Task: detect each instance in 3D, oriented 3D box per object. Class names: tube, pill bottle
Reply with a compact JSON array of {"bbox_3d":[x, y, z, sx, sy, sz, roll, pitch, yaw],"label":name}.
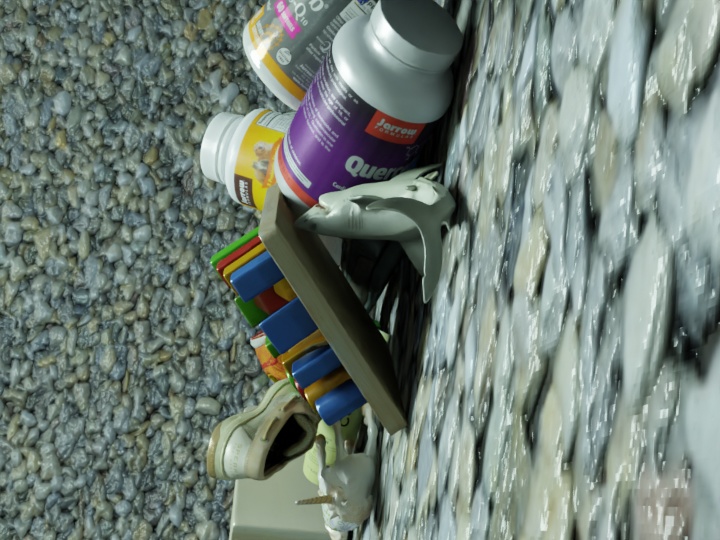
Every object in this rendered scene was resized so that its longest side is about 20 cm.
[{"bbox_3d":[-0.022,0.138,1.033,0.052,0.057,0.203,-107,28,-60],"label":"tube"},{"bbox_3d":[-0.074,-0.112,1.066,0.109,0.196,0.111,18,-90,-72],"label":"pill bottle"},{"bbox_3d":[0.007,-0.136,0.829,0.201,0.111,0.114,125,157,-43],"label":"pill bottle"},{"bbox_3d":[-0.008,-0.247,0.886,0.199,0.116,0.117,-41,26,26],"label":"pill bottle"}]

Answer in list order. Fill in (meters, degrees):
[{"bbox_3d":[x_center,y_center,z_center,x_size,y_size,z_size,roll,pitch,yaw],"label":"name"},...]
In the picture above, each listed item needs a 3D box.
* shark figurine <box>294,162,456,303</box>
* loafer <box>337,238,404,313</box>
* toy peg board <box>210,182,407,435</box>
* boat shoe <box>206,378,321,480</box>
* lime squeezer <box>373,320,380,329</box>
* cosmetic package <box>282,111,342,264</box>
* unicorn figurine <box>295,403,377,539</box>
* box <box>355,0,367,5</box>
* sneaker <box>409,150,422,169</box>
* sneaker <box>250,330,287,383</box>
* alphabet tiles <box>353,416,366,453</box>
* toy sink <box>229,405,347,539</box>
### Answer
[{"bbox_3d":[0.042,-0.029,0.745,0.214,0.126,0.091,15,123,67],"label":"shark figurine"},{"bbox_3d":[0.000,0.000,0.995,0.072,0.062,0.200,-57,-3,-24],"label":"loafer"},{"bbox_3d":[-0.057,0.046,0.859,0.202,0.097,0.199,57,-174,-15],"label":"toy peg board"},{"bbox_3d":[-0.072,0.155,0.926,0.199,0.064,0.074,-19,-65,-66],"label":"boat shoe"},{"bbox_3d":[-0.006,0.124,1.082,0.071,0.037,0.203,44,133,43],"label":"lime squeezer"},{"bbox_3d":[-0.058,-0.098,1.211,0.150,0.051,0.205,-19,-76,-51],"label":"cosmetic package"},{"bbox_3d":[-0.015,0.202,0.939,0.202,0.072,0.139,82,-177,-51],"label":"unicorn figurine"},{"bbox_3d":[0.049,-0.243,0.703,0.033,0.120,0.200,58,-177,-13],"label":"box"},{"bbox_3d":[0.020,-0.112,0.965,0.067,0.077,0.202,-90,8,-47],"label":"sneaker"},{"bbox_3d":[-0.070,0.090,1.079,0.078,0.072,0.200,61,165,0],"label":"sneaker"},{"bbox_3d":[-0.008,0.191,1.139,0.169,0.007,0.202,-87,7,-48],"label":"alphabet tiles"},{"bbox_3d":[-0.087,0.272,1.141,0.201,0.127,0.114,-96,15,-58],"label":"toy sink"}]
